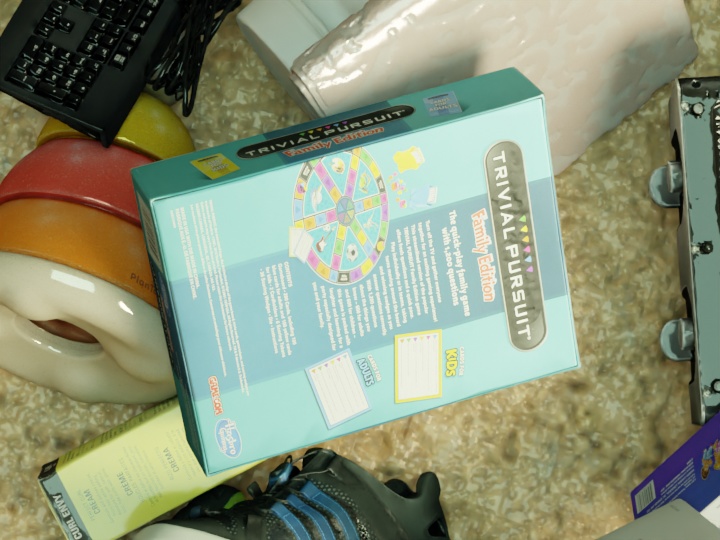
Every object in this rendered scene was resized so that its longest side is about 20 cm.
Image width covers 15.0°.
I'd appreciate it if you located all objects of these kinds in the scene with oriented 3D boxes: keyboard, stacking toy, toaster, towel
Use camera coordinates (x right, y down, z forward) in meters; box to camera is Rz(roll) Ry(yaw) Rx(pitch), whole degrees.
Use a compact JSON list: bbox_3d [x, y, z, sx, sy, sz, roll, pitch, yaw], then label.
[{"bbox_3d":[-0.109,-0.154,1.419,0.104,0.040,0.201,26,57,-1],"label":"keyboard"},{"bbox_3d":[-0.128,-0.043,1.427,0.145,0.146,0.201,19,66,0],"label":"stacking toy"},{"bbox_3d":[0.253,-0.015,1.421,0.199,0.119,0.182,-4,86,-2],"label":"toaster"},{"bbox_3d":[0.074,-0.110,1.401,0.200,0.191,0.032,-39,54,-4],"label":"towel"}]

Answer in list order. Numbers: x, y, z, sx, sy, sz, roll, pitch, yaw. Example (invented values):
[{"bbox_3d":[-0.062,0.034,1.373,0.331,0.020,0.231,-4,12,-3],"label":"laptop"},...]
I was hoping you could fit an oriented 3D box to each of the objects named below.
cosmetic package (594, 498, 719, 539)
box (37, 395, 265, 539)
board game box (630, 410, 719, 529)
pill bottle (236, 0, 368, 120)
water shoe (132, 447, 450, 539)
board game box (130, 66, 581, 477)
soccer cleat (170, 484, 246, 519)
[{"bbox_3d":[0.156,0.229,1.343,0.107,0.085,0.201,-25,112,-12],"label":"cosmetic package"},{"bbox_3d":[-0.070,0.080,1.427,0.199,0.075,0.050,-29,93,-5],"label":"box"},{"bbox_3d":[0.245,0.093,1.358,0.134,0.200,0.045,14,49,-25],"label":"board game box"},{"bbox_3d":[0.035,-0.165,1.431,0.200,0.111,0.111,-41,87,-4],"label":"pill bottle"},{"bbox_3d":[-0.038,0.129,1.395,0.199,0.071,0.079,12,69,-42],"label":"water shoe"},{"bbox_3d":[0.000,0.000,1.343,0.199,0.047,0.152,-15,116,-12],"label":"board game box"},{"bbox_3d":[-0.141,0.179,1.423,0.081,0.068,0.200,40,86,15],"label":"soccer cleat"}]
